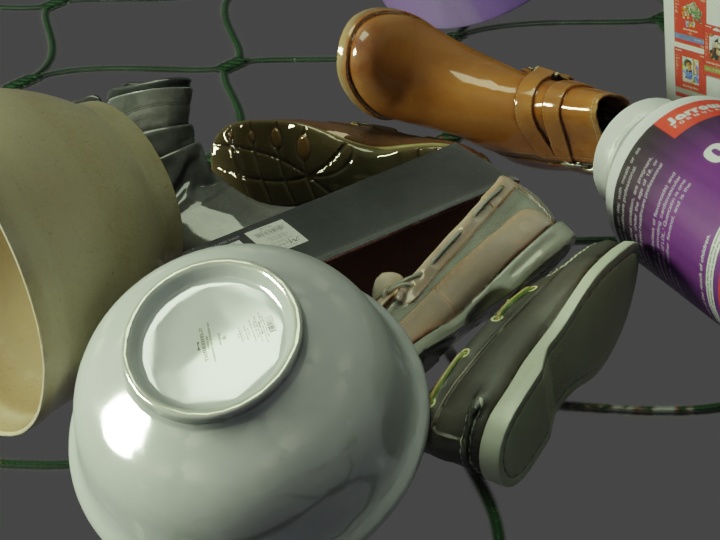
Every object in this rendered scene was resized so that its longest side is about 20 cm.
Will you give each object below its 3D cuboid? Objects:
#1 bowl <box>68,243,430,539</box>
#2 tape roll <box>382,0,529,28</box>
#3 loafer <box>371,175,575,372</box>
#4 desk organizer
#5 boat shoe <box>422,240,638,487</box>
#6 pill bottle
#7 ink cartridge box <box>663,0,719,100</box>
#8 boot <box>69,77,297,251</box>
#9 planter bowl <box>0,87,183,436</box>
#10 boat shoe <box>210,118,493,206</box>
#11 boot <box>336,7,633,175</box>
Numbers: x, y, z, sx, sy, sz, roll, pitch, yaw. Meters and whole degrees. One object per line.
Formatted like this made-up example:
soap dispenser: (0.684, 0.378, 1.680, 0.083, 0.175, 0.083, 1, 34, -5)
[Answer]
bowl: (-0.068, 0.058, 1.023, 0.199, 0.091, 0.203, -6, 55, 9)
tape roll: (0.091, -0.295, 1.615, 0.198, 0.066, 0.201, -16, 47, 18)
loafer: (0.036, 0.018, 1.132, 0.199, 0.072, 0.063, -36, 78, -26)
desk organizer: (0.000, 0.000, 1.193, 0.199, 0.078, 0.072, -23, 32, -24)
boat shoe: (0.097, 0.040, 1.105, 0.060, 0.072, 0.201, 14, 39, 27)
pill bottle: (0.220, -0.032, 1.160, 0.111, 0.113, 0.200, -19, 32, -18)
ink cartridge box: (0.297, -0.146, 1.273, 0.083, 0.177, 0.199, -29, 36, -33)
boot: (-0.105, -0.062, 1.259, 0.198, 0.133, 0.070, -7, -2, -1)
planter bowl: (-0.190, -0.022, 1.159, 0.134, 0.202, 0.199, -28, 35, -34)
boat shoe: (-0.003, -0.064, 1.322, 0.198, 0.073, 0.068, 8, 13, 19)
boot: (0.091, -0.109, 1.288, 0.154, 0.199, 0.077, 17, 81, 44)
